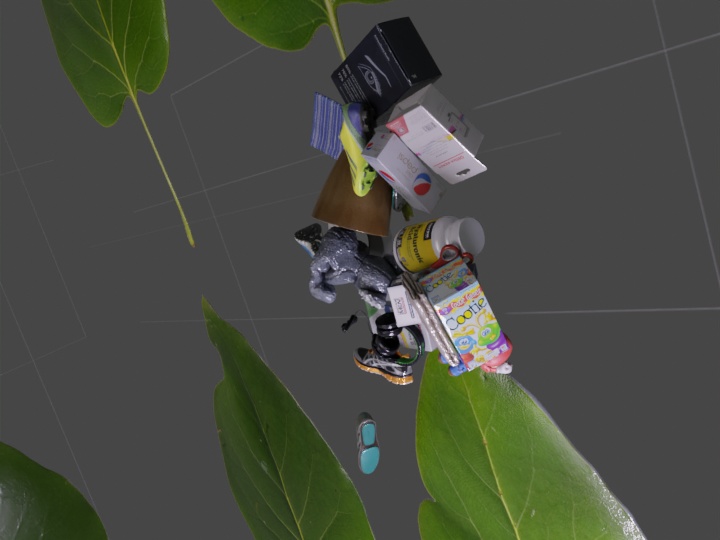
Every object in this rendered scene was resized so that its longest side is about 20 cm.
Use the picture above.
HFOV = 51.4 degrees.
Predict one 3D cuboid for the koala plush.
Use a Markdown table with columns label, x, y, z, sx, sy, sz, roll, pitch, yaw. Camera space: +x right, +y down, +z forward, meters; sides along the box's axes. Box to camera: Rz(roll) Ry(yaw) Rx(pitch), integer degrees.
| label | x | y | z | sx | sy | sz | roll | pitch | yaw |
| --- | --- | --- | --- | --- | --- | --- | --- | --- | --- |
| koala plush | 0.000 | 0.000 | 1.758 | 0.199 | 0.178 | 0.184 | 29 | 151 | 16 |

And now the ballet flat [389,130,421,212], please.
| label | x | y | z | sx | sy | sz | roll | pitch | yaw |
| --- | --- | --- | --- | --- | --- | --- | --- | --- | --- |
| ballet flat | 0.102 | -0.221 | 1.674 | 0.072 | 0.072 | 0.202 | 22 | 128 | 40 |

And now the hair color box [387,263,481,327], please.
| label | x | y | z | sx | sy | sz | roll | pitch | yaw |
| --- | --- | --- | --- | --- | --- | --- | --- | --- | --- |
| hair color box | 0.169 | 0.055 | 1.672 | 0.199 | 0.061 | 0.101 | -11 | 106 | 15 |

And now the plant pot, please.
| label | x | y | z | sx | sy | sz | roll | pitch | yaw |
| --- | --- | --- | --- | --- | --- | --- | --- | --- | --- |
| plant pot | 0.001 | -0.198 | 1.717 | 0.186 | 0.186 | 0.201 | 22 | 100 | 40 |

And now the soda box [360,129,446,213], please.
| label | x | y | z | sx | sy | sz | roll | pitch | yaw |
| --- | --- | --- | --- | --- | --- | --- | --- | --- | --- |
| soda box | 0.094 | -0.208 | 1.591 | 0.200 | 0.068 | 0.064 | 41 | 171 | -37 |

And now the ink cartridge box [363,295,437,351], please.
| label | x | y | z | sx | sy | sz | roll | pitch | yaw |
| --- | --- | --- | --- | --- | --- | --- | --- | --- | --- |
| ink cartridge box | 0.114 | 0.107 | 1.827 | 0.199 | 0.087 | 0.146 | 3 | 112 | 46 |

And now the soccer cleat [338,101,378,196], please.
| label | x | y | z | sx | sy | sz | roll | pitch | yaw |
| --- | --- | --- | --- | --- | --- | --- | --- | --- | --- |
| soccer cleat | -0.008 | -0.261 | 1.602 | 0.083 | 0.065 | 0.202 | 12 | 115 | 30 |

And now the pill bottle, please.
| label | x | y | z | sx | sy | sz | roll | pitch | yaw |
| --- | --- | --- | --- | --- | --- | --- | --- | --- | --- |
| pill bottle | 0.173 | -0.059 | 1.643 | 0.199 | 0.111 | 0.112 | -13 | 101 | 50 |

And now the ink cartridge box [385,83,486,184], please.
| label | x | y | z | sx | sy | sz | roll | pitch | yaw |
| --- | --- | --- | --- | --- | --- | --- | --- | --- | --- |
| ink cartridge box | 0.165 | -0.273 | 1.525 | 0.200 | 0.068 | 0.116 | 39 | 149 | -23 |

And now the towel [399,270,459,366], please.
| label | x | y | z | sx | sy | sz | roll | pitch | yaw |
| --- | --- | --- | --- | --- | --- | --- | --- | --- | --- |
| towel | 0.144 | 0.102 | 1.582 | 0.201 | 0.034 | 0.133 | 60 | -178 | -23 |

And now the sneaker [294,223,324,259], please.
| label | x | y | z | sx | sy | sz | roll | pitch | yaw |
| --- | --- | --- | --- | --- | --- | --- | --- | --- | --- |
| sneaker | -0.115 | -0.054 | 1.981 | 0.200 | 0.078 | 0.090 | 51 | 163 | 53 |

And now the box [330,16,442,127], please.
| label | x | y | z | sx | sy | sz | roll | pitch | yaw |
| --- | --- | --- | --- | --- | --- | --- | --- | --- | --- |
| box | 0.052 | -0.412 | 1.585 | 0.200 | 0.104 | 0.149 | -31 | 87 | 52 |

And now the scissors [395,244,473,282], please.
| label | x | y | z | sx | sy | sz | roll | pitch | yaw |
| --- | --- | --- | --- | --- | --- | --- | --- | --- | --- |
| scissors | 0.159 | 0.002 | 1.608 | 0.073 | 0.014 | 0.200 | 32 | 137 | -20 |

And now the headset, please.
| label | x | y | z | sx | sy | sz | roll | pitch | yaw |
| --- | --- | --- | --- | --- | --- | --- | --- | --- | --- |
| headset | 0.055 | 0.158 | 1.778 | 0.199 | 0.094 | 0.124 | 27 | 129 | 22 |

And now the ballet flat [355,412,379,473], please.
| label | x | y | z | sx | sy | sz | roll | pitch | yaw |
| --- | --- | --- | --- | --- | --- | --- | --- | --- | --- |
| ballet flat | 0.019 | 0.502 | 2.196 | 0.064 | 0.067 | 0.201 | -125 | 29 | -58 |

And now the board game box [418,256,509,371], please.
| label | x | y | z | sx | sy | sz | roll | pitch | yaw |
| --- | --- | --- | --- | --- | --- | --- | --- | --- | --- |
| board game box | 0.217 | 0.092 | 1.559 | 0.201 | 0.104 | 0.103 | 59 | -177 | -32 |

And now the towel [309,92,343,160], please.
| label | x | y | z | sx | sy | sz | roll | pitch | yaw |
| --- | --- | --- | --- | --- | --- | --- | --- | --- | --- |
| towel | -0.051 | -0.331 | 1.816 | 0.200 | 0.024 | 0.146 | 35 | 133 | 32 |

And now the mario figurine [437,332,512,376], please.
| label | x | y | z | sx | sy | sz | roll | pitch | yaw |
| --- | --- | --- | --- | --- | --- | --- | --- | --- | --- |
| mario figurine | 0.274 | 0.181 | 1.706 | 0.200 | 0.123 | 0.107 | -25 | 51 | 53 |

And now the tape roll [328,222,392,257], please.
| label | x | y | z | sx | sy | sz | roll | pitch | yaw |
| --- | --- | --- | --- | --- | --- | --- | --- | --- | --- |
| tape roll | -0.002 | -0.088 | 1.889 | 0.202 | 0.037 | 0.204 | 26 | 128 | 38 |

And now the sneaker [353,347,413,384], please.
| label | x | y | z | sx | sy | sz | roll | pitch | yaw |
| --- | --- | --- | --- | --- | --- | --- | --- | --- | --- |
| sneaker | 0.063 | 0.234 | 1.978 | 0.199 | 0.078 | 0.078 | 17 | 110 | 39 |
